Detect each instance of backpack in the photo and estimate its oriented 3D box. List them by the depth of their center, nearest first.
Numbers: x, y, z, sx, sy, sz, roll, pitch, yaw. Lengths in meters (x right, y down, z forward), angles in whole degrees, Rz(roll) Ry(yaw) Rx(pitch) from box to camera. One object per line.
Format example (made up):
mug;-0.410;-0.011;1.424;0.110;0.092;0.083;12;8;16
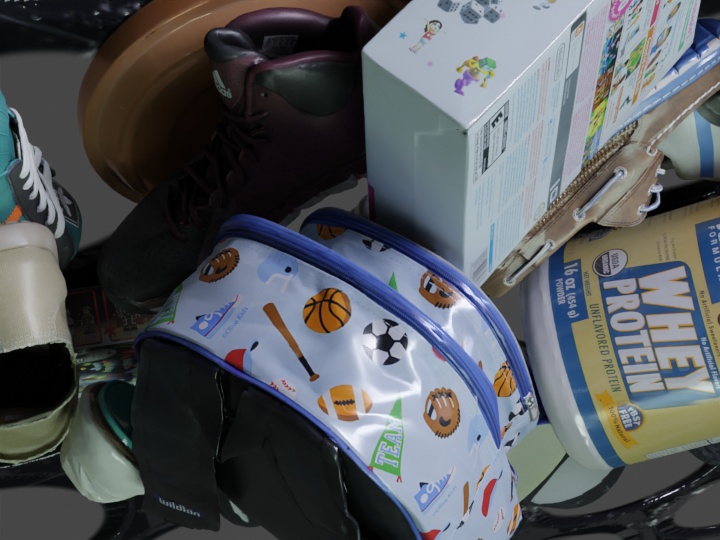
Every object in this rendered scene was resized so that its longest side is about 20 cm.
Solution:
backpack;-0.010;0.063;0.689;0.198;0.155;0.191;21;160;24

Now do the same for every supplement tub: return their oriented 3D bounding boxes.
supplement tub;0.211;0.032;0.911;0.198;0.146;0.145;-17;153;19

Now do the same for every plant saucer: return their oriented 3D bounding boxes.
plant saucer;-0.048;-0.085;0.785;0.198;0.033;0.201;-14;151;-8

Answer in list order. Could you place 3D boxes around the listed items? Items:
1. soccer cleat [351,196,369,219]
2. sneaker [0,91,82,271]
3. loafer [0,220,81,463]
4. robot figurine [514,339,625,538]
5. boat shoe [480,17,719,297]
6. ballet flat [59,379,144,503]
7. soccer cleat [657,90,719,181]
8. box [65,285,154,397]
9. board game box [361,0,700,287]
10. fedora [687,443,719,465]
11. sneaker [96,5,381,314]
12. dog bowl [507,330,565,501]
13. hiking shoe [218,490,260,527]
soccer cleat;0.000;0.000;0.913;0.199;0.070;0.086;-37;129;14
sneaker;-0.180;-0.040;0.754;0.079;0.072;0.200;-8;158;-19
loafer;-0.182;0.055;0.769;0.075;0.069;0.201;-10;149;-14
robot figurine;0.132;0.120;1.148;0.124;0.152;0.199;-22;155;37
boat shoe;0.130;-0.061;0.828;0.199;0.072;0.073;-35;112;14
ballet flat;-0.129;0.098;0.830;0.069;0.070;0.200;-21;178;7
soccer cleat;0.231;-0.085;0.917;0.199;0.071;0.086;16;148;-38
box;-0.223;0.053;0.888;0.198;0.040;0.137;-8;165;-18
board game box;0.087;-0.103;0.691;0.200;0.064;0.148;-46;159;-21
fedora;0.239;0.045;1.090;0.091;0.203;0.200;6;168;36
sneaker;-0.066;-0.065;0.716;0.199;0.076;0.116;-34;144;7
dog bowl;0.036;0.125;0.971;0.199;0.079;0.201;-27;155;-13
hiking shoe;-0.015;0.074;0.828;0.075;0.101;0.201;22;108;-38
